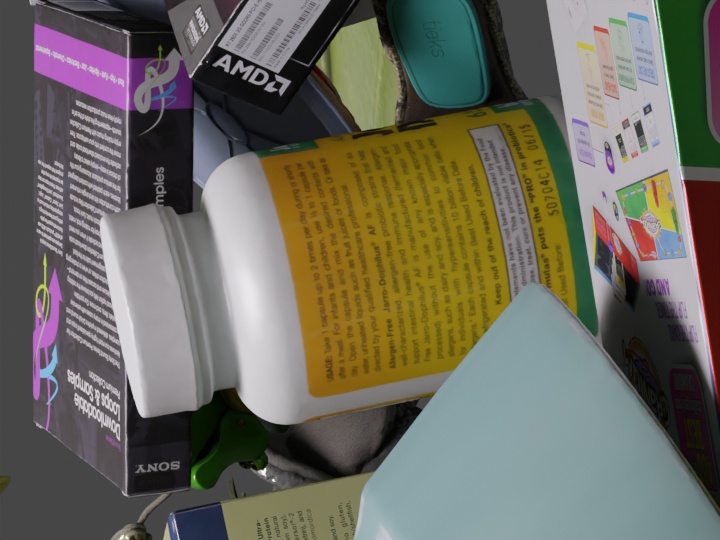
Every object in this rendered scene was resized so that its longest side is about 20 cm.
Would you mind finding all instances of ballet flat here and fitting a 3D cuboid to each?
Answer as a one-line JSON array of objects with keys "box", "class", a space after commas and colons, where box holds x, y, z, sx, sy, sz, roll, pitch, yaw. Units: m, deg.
[{"box": [0.044, -0.083, 1.291, 0.200, 0.068, 0.075, 78, -165, -47], "class": "ballet flat"}]

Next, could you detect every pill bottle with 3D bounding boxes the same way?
[{"box": [0.000, 0.000, 1.209, 0.113, 0.199, 0.113, 169, 90, -82], "class": "pill bottle"}]

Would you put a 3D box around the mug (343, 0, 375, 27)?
[{"box": [-0.056, -0.197, 1.376, 0.148, 0.199, 0.176, -41, -63, -62], "class": "mug"}]

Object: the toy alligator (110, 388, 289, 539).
[{"box": [-0.053, 0.062, 1.341, 0.059, 0.054, 0.200, -3, 58, 63], "class": "toy alligator"}]

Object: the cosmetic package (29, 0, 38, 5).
[{"box": [-0.078, -0.207, 1.480, 0.081, 0.199, 0.113, 126, 131, -82], "class": "cosmetic package"}]

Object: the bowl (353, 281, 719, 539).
[{"box": [0.069, 0.114, 1.000, 0.201, 0.105, 0.201, 58, 176, 6], "class": "bowl"}]

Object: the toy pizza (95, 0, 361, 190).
[{"box": [-0.052, -0.078, 1.373, 0.200, 0.032, 0.200, 38, 160, 16], "class": "toy pizza"}]

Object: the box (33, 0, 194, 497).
[{"box": [-0.110, -0.013, 1.312, 0.143, 0.036, 0.201, -154, 64, -65], "class": "box"}]

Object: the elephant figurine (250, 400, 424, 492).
[{"box": [0.000, 0.080, 1.452, 0.155, 0.141, 0.201, -31, 51, 40], "class": "elephant figurine"}]

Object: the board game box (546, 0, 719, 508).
[{"box": [0.108, -0.023, 0.991, 0.153, 0.040, 0.201, -137, 37, -77], "class": "board game box"}]

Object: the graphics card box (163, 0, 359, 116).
[{"box": [-0.012, -0.177, 1.208, 0.200, 0.051, 0.126, -54, 33, 25], "class": "graphics card box"}]

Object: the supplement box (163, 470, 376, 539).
[{"box": [0.025, 0.159, 1.256, 0.200, 0.199, 0.135, 115, 143, -77], "class": "supplement box"}]
